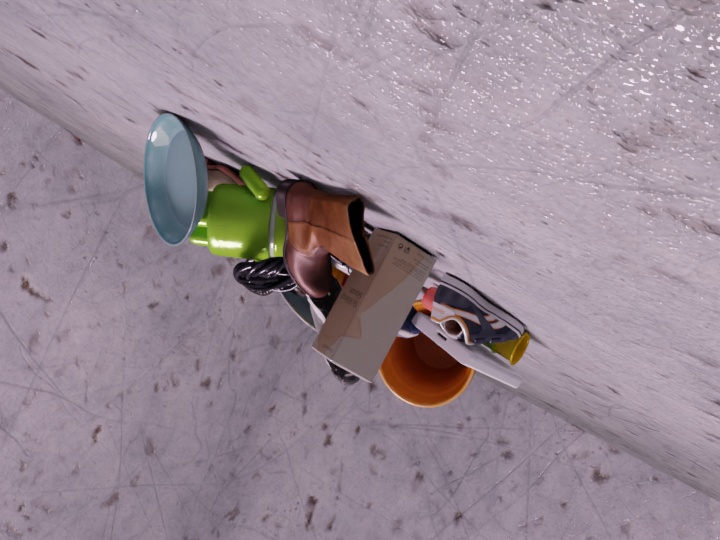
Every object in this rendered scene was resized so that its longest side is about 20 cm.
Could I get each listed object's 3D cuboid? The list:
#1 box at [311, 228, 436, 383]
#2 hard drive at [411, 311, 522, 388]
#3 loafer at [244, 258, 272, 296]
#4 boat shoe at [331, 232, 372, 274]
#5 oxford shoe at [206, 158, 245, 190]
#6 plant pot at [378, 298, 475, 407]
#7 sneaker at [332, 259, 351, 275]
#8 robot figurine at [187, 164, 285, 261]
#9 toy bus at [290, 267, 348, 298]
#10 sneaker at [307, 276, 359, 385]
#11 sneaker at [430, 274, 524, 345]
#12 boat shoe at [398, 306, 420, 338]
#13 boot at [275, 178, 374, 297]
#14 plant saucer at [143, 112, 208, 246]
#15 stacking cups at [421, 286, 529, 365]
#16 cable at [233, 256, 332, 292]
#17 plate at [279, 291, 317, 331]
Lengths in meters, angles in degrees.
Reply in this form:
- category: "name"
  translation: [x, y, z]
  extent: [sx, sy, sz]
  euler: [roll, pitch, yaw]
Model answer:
- category: "box"
  translation: [0.018, 0.049, 1.368]
  extent: [0.077, 0.203, 0.095]
  euler: [30, 175, -23]
- category: "hard drive"
  translation: [0.182, 0.135, 1.591]
  extent: [0.131, 0.027, 0.199]
  euler: [38, -174, 37]
- category: "loafer"
  translation: [-0.150, -0.040, 1.666]
  extent: [0.072, 0.202, 0.072]
  euler: [29, -146, -2]
- category: "boat shoe"
  translation: [-0.008, -0.032, 1.432]
  extent: [0.198, 0.075, 0.062]
  euler: [35, -165, -6]
- category: "oxford shoe"
  translation: [-0.257, -0.149, 1.716]
  extent: [0.070, 0.076, 0.199]
  euler: [34, 174, -39]
- category: "plant pot"
  translation: [0.144, 0.152, 1.873]
  extent: [0.198, 0.203, 0.183]
  euler: [28, -170, 11]
- category: "sneaker"
  translation: [0.000, 0.000, 1.570]
  extent: [0.198, 0.075, 0.100]
  euler: [30, 146, 0]
- category: "robot figurine"
  translation: [-0.176, -0.078, 1.530]
  extent: [0.196, 0.117, 0.178]
  euler: [5, 134, 1]
- category: "toy bus"
  translation: [-0.038, 0.006, 1.698]
  extent: [0.198, 0.137, 0.191]
  euler: [33, 171, -21]
- category: "sneaker"
  translation: [-0.038, 0.103, 1.589]
  extent: [0.080, 0.073, 0.203]
  euler: [91, 163, -59]
- category: "sneaker"
  translation: [0.179, 0.081, 1.496]
  extent: [0.199, 0.080, 0.078]
  euler: [31, 174, -37]
- category: "boat shoe"
  translation: [0.023, 0.076, 1.521]
  extent: [0.071, 0.074, 0.199]
  euler: [-18, 153, 26]
- category: "boot"
  translation: [-0.034, -0.029, 1.308]
  extent: [0.068, 0.192, 0.199]
  euler: [-19, -157, -30]
- category: "plant saucer"
  translation: [-0.282, -0.141, 1.465]
  extent: [0.035, 0.204, 0.199]
  euler: [-7, -161, -35]
- category: "stacking cups"
  translation: [0.195, 0.085, 1.627]
  extent: [0.198, 0.061, 0.060]
  euler: [33, 178, 27]
- category: "cable"
  translation: [-0.124, -0.002, 1.499]
  extent: [0.159, 0.052, 0.200]
  euler: [0, 171, -1]
- category: "plate"
  translation: [-0.092, 0.052, 1.819]
  extent: [0.199, 0.026, 0.202]
  euler: [34, -149, -23]
